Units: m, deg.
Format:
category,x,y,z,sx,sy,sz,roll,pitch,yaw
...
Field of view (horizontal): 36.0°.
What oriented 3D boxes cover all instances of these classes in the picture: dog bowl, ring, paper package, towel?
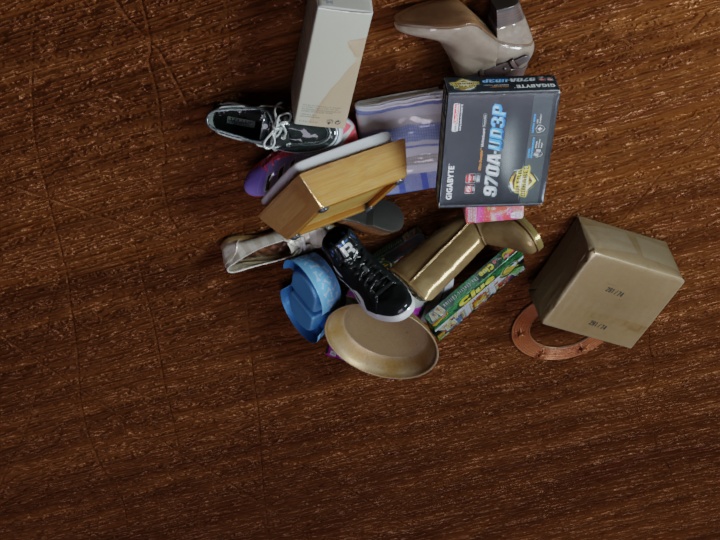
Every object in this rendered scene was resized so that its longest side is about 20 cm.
category,x,y,z,sx,sy,sz,roll,pitch,yaw
dog bowl,-0.083,0.043,1.892,0.049,0.112,0.200,-31,158,-22
ring,0.385,0.109,2.095,0.199,0.019,0.201,-3,138,-3
paper package,0.425,0.023,1.934,0.199,0.104,0.191,14,129,-21
towel,0.074,-0.196,1.724,0.146,0.024,0.200,-8,138,3

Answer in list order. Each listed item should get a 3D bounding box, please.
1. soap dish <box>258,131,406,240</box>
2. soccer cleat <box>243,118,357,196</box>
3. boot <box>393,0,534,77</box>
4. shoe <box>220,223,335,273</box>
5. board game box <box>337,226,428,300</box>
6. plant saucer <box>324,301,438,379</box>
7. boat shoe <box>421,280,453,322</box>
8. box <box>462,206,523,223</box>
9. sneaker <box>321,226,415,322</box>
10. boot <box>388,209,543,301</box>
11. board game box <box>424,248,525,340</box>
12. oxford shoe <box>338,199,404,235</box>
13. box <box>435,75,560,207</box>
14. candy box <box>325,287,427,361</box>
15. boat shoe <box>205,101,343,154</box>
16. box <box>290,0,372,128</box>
category,x,y,z,sx,sy,sz,roll,pitch,yaw
soap dish,-0.036,-0.124,1.659,0.199,0.081,0.157,-22,171,-33
soccer cleat,-0.098,-0.179,1.687,0.199,0.067,0.076,-24,146,12
boot,0.149,-0.313,1.574,0.199,0.070,0.147,-6,140,0
shoe,-0.135,-0.038,1.847,0.199,0.054,0.070,-13,137,7
board game box,0.051,0.004,1.938,0.200,0.024,0.105,-31,134,24
plant saucer,0.038,0.109,1.874,0.199,0.036,0.201,12,141,10
boat shoe,0.116,0.021,1.903,0.069,0.071,0.200,-2,144,-9
box,0.198,-0.180,1.687,0.095,0.100,0.201,-6,132,-1
sneaker,0.000,0.000,1.766,0.073,0.200,0.112,-42,135,-10
boot,0.169,-0.019,1.767,0.200,0.175,0.066,-42,132,-10
board game box,0.197,0.036,1.892,0.200,0.023,0.105,-40,155,-3
oxford shoe,-0.032,-0.099,1.788,0.199,0.072,0.071,24,153,-23
box,0.193,-0.183,1.586,0.158,0.046,0.201,-1,131,-4
candy box,0.025,0.100,1.949,0.136,0.061,0.200,21,142,1
boat shoe,-0.126,-0.211,1.614,0.198,0.068,0.074,14,102,4
box,-0.043,-0.305,1.541,0.077,0.095,0.200,5,138,-12
